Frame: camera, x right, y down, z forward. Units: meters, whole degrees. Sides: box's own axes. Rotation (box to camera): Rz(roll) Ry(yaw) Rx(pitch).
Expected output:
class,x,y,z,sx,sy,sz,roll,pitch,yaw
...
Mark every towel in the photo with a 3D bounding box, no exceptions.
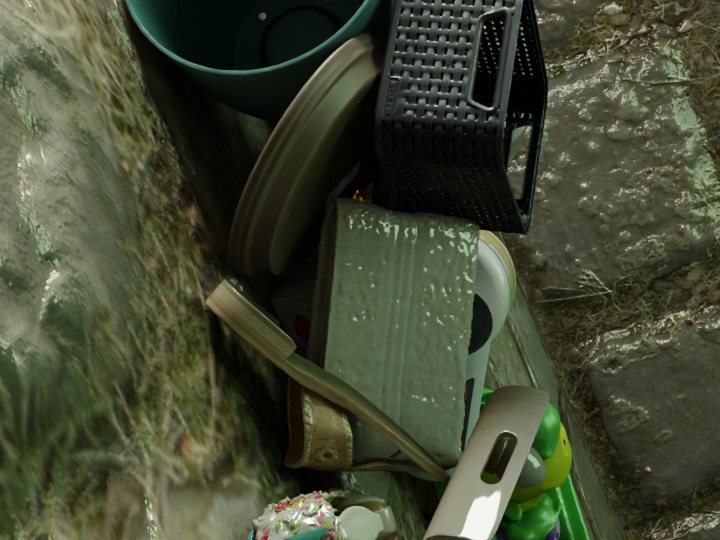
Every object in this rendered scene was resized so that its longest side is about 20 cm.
class,x,y,z,sx,sy,sz,roll,pitch,yaw
towel,0.025,0.053,0.850,0.034,0.131,0.202,3,-93,61

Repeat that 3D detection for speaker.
class,x,y,z,sx,sy,sz,roll,pitch,yaw
speaker,0.068,0.101,0.988,0.201,0.080,0.082,92,-10,-51

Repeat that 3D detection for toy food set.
class,x,y,z,sx,sy,sz,roll,pitch,yaw
toy food set,0.079,0.193,0.802,0.144,0.060,0.201,-57,165,-46

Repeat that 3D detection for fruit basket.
class,x,y,z,sx,sy,sz,roll,pitch,yaw
fruit basket,0.159,0.195,1.107,0.154,0.216,0.217,15,44,-29

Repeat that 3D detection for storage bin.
class,x,y,z,sx,sy,sz,roll,pitch,yaw
storage bin,0.082,-0.118,0.853,0.200,0.093,0.137,46,52,-69

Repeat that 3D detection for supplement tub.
class,x,y,z,sx,sy,sz,roll,pitch,yaw
supplement tub,0.106,0.018,1.303,0.200,0.143,0.146,-30,98,-77

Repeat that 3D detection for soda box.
class,x,y,z,sx,sy,sz,roll,pitch,yaw
soda box,0.000,0.000,0.945,0.069,0.063,0.200,63,30,-16

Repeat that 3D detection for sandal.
class,x,y,z,sx,sy,sz,roll,pitch,yaw
sandal,-0.037,0.099,0.767,0.212,0.070,0.078,42,-2,-18

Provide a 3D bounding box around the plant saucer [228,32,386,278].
class,x,y,z,sx,sy,sz,roll,pitch,yaw
plant saucer,-0.028,-0.077,0.819,0.029,0.201,0.200,31,8,10

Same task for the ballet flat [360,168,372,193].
class,x,y,z,sx,sy,sz,roll,pitch,yaw
ballet flat,0.027,-0.082,1.162,0.200,0.063,0.069,51,-24,40

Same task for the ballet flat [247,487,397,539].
class,x,y,z,sx,sy,sz,roll,pitch,yaw
ballet flat,-0.010,0.175,0.733,0.200,0.063,0.076,21,48,-74

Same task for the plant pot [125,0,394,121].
class,x,y,z,sx,sy,sz,roll,pitch,yaw
plant pot,-0.061,-0.208,0.870,0.161,0.199,0.202,55,16,-70

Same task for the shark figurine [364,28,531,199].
class,x,y,z,sx,sy,sz,roll,pitch,yaw
shark figurine,0.093,-0.112,1.006,0.089,0.214,0.129,34,19,-47

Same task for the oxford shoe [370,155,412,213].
class,x,y,z,sx,sy,sz,roll,pitch,yaw
oxford shoe,0.014,-0.118,0.947,0.073,0.084,0.202,59,28,-65

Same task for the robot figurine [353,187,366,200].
class,x,y,z,sx,sy,sz,roll,pitch,yaw
robot figurine,-0.006,-0.022,1.086,0.145,0.058,0.201,-49,117,-75
